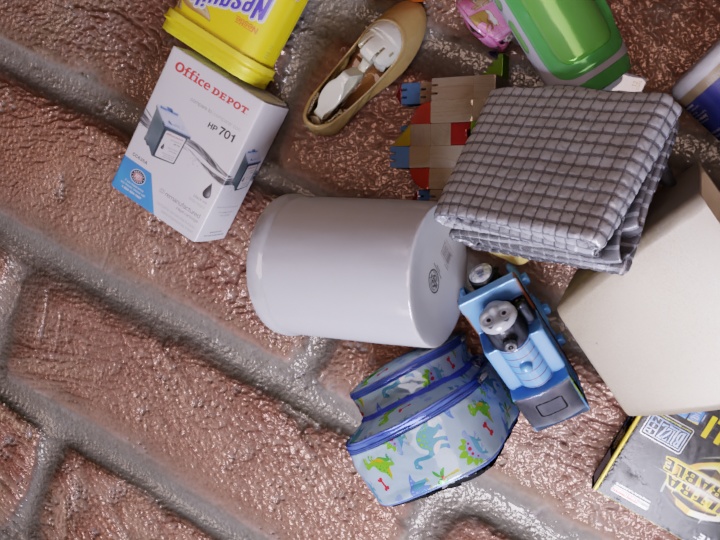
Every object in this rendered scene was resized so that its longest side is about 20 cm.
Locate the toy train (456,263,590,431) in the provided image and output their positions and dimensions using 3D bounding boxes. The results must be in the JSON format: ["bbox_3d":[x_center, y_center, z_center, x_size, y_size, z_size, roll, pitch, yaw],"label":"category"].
[{"bbox_3d":[0.178,0.081,0.770,0.086,0.115,0.200,-28,123,15],"label":"toy train"}]

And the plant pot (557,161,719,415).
[{"bbox_3d":[0.321,0.033,0.717,0.177,0.200,0.200,-35,90,31],"label":"plant pot"}]

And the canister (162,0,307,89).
[{"bbox_3d":[-0.134,-0.349,0.855,0.148,0.087,0.201,34,104,10],"label":"canister"}]

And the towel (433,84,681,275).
[{"bbox_3d":[0.186,-0.090,0.663,0.199,0.086,0.166,15,71,45],"label":"towel"}]

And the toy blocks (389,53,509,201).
[{"bbox_3d":[0.098,-0.144,0.817,0.136,0.100,0.201,4,98,28],"label":"toy blocks"}]

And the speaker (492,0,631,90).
[{"bbox_3d":[0.184,-0.266,0.691,0.088,0.088,0.200,-32,98,18],"label":"speaker"}]

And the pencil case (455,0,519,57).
[{"bbox_3d":[0.201,-0.326,0.758,0.200,0.083,0.087,-38,94,17],"label":"pencil case"}]

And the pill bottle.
[{"bbox_3d":[0.424,-0.154,0.696,0.200,0.116,0.116,45,107,6],"label":"pill bottle"}]

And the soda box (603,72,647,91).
[{"bbox_3d":[0.246,-0.123,0.781,0.068,0.064,0.201,22,103,13],"label":"soda box"}]

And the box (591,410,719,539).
[{"bbox_3d":[0.392,0.228,0.791,0.199,0.049,0.160,29,102,12],"label":"box"}]

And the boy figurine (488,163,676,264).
[{"bbox_3d":[0.219,-0.065,0.722,0.200,0.064,0.125,-34,53,19],"label":"boy figurine"}]

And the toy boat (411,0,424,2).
[{"bbox_3d":[0.052,-0.364,0.785,0.200,0.131,0.131,-39,43,-1],"label":"toy boat"}]

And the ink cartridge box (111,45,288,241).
[{"bbox_3d":[-0.207,-0.161,0.901,0.146,0.086,0.201,32,106,10],"label":"ink cartridge box"}]

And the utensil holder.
[{"bbox_3d":[0.000,0.000,0.792,0.199,0.170,0.171,5,99,30],"label":"utensil holder"}]

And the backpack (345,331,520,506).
[{"bbox_3d":[0.073,0.168,0.798,0.183,0.200,0.147,-31,88,19],"label":"backpack"}]

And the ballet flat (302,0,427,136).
[{"bbox_3d":[0.004,-0.240,0.838,0.069,0.063,0.200,43,106,7],"label":"ballet flat"}]
